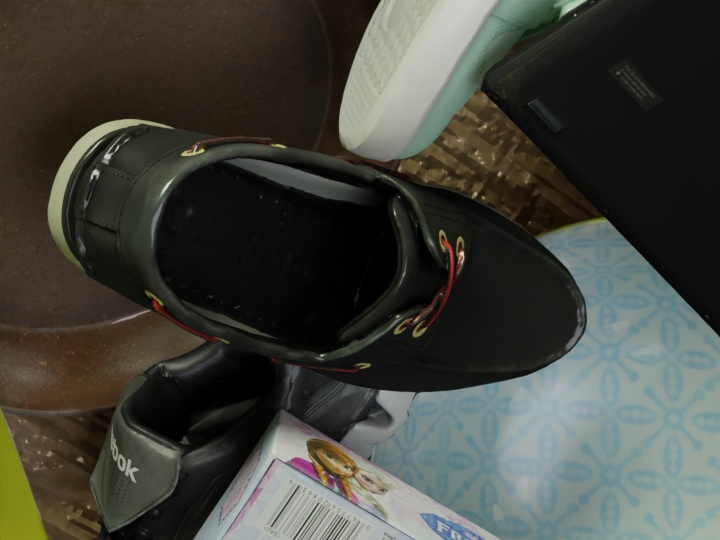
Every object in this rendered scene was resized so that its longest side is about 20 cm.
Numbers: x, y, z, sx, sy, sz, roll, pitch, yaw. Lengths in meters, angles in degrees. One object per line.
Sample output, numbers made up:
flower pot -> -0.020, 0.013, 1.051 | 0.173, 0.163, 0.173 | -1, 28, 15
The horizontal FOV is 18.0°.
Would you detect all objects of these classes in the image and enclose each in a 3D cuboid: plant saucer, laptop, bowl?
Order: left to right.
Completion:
plant saucer -> -0.078, -0.038, 0.754 | 0.200, 0.034, 0.201 | -20, 135, -21
bowl -> 0.107, 0.081, 0.849 | 0.200, 0.108, 0.201 | 0, 89, 12
laptop -> 0.169, -0.086, 0.733 | 0.200, 0.116, 0.187 | -33, 124, 23

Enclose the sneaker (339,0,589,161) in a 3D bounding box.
sneaker -> 0.087, -0.092, 0.732 | 0.118, 0.074, 0.201 | 40, 82, -17

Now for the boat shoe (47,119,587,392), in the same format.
boat shoe -> -0.001, 0.003, 0.731 | 0.201, 0.063, 0.074 | 16, 93, -36

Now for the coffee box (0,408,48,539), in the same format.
coffee box -> -0.209, 0.144, 0.663 | 0.200, 0.200, 0.198 | 13, 111, -26

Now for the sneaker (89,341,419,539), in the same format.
sneaker -> -0.066, 0.080, 0.799 | 0.090, 0.066, 0.200 | 29, 104, -43

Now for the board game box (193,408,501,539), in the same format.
board game box -> 0.004, 0.180, 0.776 | 0.200, 0.041, 0.200 | 32, 107, -9
